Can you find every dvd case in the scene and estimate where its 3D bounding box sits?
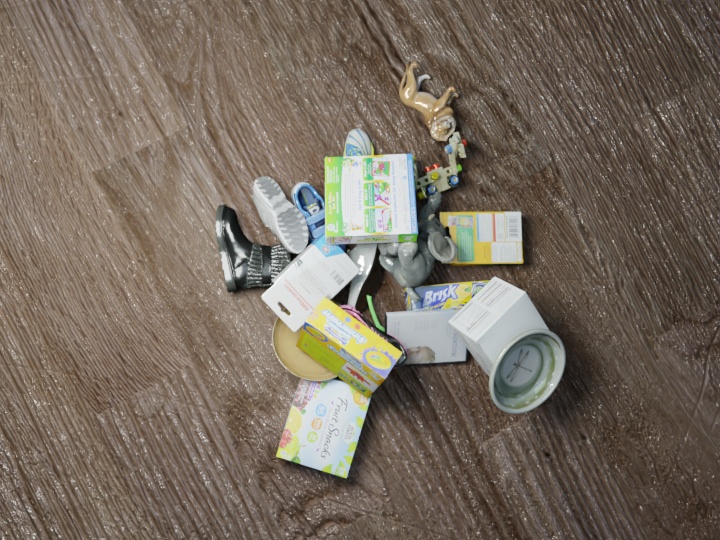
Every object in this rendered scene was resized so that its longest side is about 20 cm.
[{"bbox_3d":[0.155,0.157,1.436,0.199,0.018,0.143,-3,115,-6],"label":"dvd case"}]

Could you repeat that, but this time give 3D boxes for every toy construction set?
[{"bbox_3d":[0.167,-0.244,1.478,0.199,0.092,0.132,-24,87,4],"label":"toy construction set"}]

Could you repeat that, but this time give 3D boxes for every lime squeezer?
[{"bbox_3d":[0.019,0.164,1.441,0.070,0.038,0.201,16,95,-21],"label":"lime squeezer"}]

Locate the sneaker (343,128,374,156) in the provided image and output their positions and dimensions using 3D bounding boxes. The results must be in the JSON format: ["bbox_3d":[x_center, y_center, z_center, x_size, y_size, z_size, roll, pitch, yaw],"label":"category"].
[{"bbox_3d":[0.002,-0.243,1.450,0.075,0.105,0.201,-4,86,-5],"label":"sneaker"}]

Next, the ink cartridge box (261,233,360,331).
[{"bbox_3d":[-0.114,0.025,1.370,0.200,0.067,0.116,-43,102,-7],"label":"ink cartridge box"}]

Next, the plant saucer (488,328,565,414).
[{"bbox_3d":[0.351,0.211,1.339,0.199,0.050,0.201,-9,112,-22],"label":"plant saucer"}]

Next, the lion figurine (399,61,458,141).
[{"bbox_3d":[0.158,-0.409,1.505,0.200,0.072,0.123,36,96,13],"label":"lion figurine"}]

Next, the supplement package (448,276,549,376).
[{"bbox_3d":[0.326,0.146,1.398,0.156,0.111,0.200,-43,121,-7],"label":"supplement package"}]

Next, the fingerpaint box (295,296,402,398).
[{"bbox_3d":[-0.028,0.166,1.312,0.200,0.167,0.073,35,63,5],"label":"fingerpaint box"}]

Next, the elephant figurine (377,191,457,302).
[{"bbox_3d":[0.150,-0.058,1.412,0.200,0.156,0.141,-29,45,-29],"label":"elephant figurine"}]

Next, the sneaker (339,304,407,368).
[{"bbox_3d":[0.017,0.147,1.365,0.200,0.095,0.079,34,82,7],"label":"sneaker"}]

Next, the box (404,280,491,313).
[{"bbox_3d":[0.207,0.062,1.457,0.199,0.070,0.065,-5,89,-5],"label":"box"}]

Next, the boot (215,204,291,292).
[{"bbox_3d":[-0.242,-0.057,1.425,0.157,0.079,0.212,-10,91,-3],"label":"boot"}]

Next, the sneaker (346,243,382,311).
[{"bbox_3d":[0.000,0.000,1.458,0.084,0.073,0.201,20,92,32],"label":"sneaker"}]

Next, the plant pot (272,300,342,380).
[{"bbox_3d":[-0.102,0.156,1.410,0.199,0.028,0.201,5,65,-10],"label":"plant pot"}]

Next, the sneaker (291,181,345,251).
[{"bbox_3d":[-0.101,-0.119,1.442,0.074,0.082,0.200,-32,89,-9],"label":"sneaker"}]

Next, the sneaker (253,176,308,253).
[{"bbox_3d":[-0.185,-0.119,1.427,0.075,0.082,0.200,-19,70,-31],"label":"sneaker"}]

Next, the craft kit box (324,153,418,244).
[{"bbox_3d":[0.021,-0.156,1.347,0.197,0.049,0.201,0,67,-1],"label":"craft kit box"}]

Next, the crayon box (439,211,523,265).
[{"bbox_3d":[0.284,-0.076,1.487,0.199,0.052,0.126,0,85,-6],"label":"crayon box"}]

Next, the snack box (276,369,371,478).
[{"bbox_3d":[-0.081,0.345,1.407,0.168,0.068,0.201,18,84,-1],"label":"snack box"}]
